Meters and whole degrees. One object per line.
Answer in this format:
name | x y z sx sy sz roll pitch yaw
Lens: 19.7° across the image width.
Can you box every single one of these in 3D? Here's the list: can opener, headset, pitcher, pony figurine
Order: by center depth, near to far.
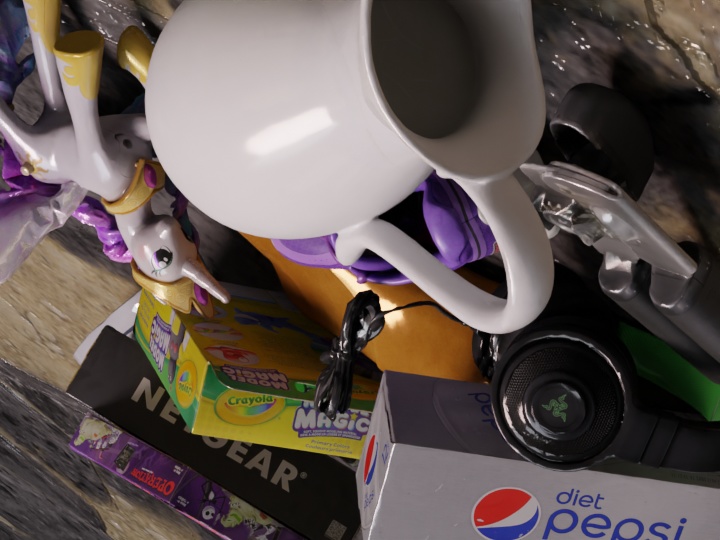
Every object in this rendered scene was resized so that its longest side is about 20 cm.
pitcher | -0.001 -0.053 0.852 0.200 0.121 0.172 -8 98 58
can opener | 0.136 -0.011 0.879 0.053 0.067 0.200 18 168 42
headset | 0.083 0.054 0.964 0.200 0.094 0.124 18 -162 -12
pony figurine | -0.167 -0.064 1.155 0.193 0.167 0.200 13 137 33

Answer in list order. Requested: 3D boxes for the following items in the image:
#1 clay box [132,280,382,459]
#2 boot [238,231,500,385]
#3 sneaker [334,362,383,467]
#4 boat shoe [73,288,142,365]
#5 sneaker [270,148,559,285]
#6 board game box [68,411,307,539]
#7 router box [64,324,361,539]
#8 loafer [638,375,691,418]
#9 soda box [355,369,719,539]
clay box | -0.055 0.057 1.198 0.115 0.048 0.200 10 -165 -20
boot | 0.000 -0.001 1.097 0.144 0.071 0.201 43 164 -22
sneaker | 0.004 0.089 1.323 0.200 0.078 0.090 24 168 44
boat shoe | -0.142 0.059 1.484 0.086 0.075 0.202 52 154 -1
sneaker | 0.005 -0.030 0.972 0.200 0.083 0.081 -7 108 59
board game box | -0.074 0.155 1.269 0.200 0.032 0.120 37 173 -37
router box | -0.087 0.112 1.335 0.200 0.052 0.157 31 173 2
loafer | 0.127 0.111 1.119 0.073 0.071 0.200 4 139 -7
soda box | 0.102 0.105 1.015 0.199 0.063 0.068 8 121 -9
